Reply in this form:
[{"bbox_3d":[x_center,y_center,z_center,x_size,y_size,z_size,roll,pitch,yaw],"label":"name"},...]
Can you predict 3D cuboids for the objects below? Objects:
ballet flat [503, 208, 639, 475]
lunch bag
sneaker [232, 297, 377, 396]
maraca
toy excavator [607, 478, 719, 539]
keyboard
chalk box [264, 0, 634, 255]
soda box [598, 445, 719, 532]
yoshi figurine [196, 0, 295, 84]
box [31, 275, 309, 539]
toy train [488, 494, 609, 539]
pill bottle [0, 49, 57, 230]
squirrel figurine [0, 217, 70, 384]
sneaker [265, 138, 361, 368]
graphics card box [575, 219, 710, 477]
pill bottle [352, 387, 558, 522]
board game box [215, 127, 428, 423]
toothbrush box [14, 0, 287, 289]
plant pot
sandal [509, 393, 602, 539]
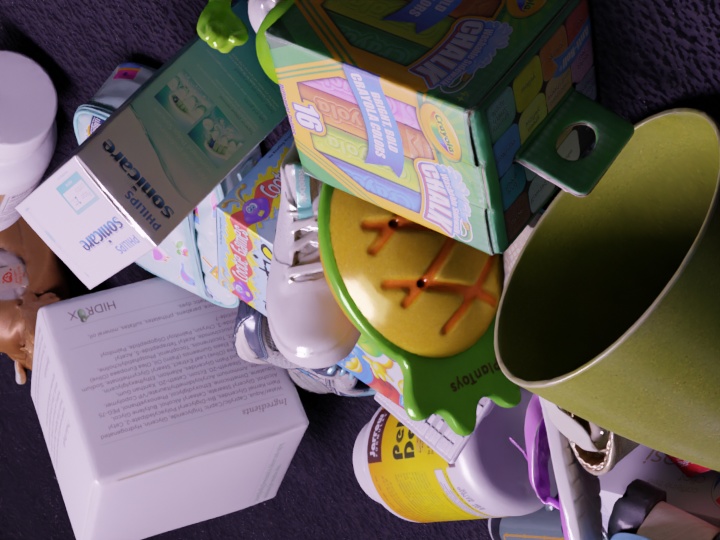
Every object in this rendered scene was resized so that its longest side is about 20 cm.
[{"bbox_3d":[0.135,0.052,1.128,0.067,0.062,0.201,6,134,49],"label":"ballet flat"},{"bbox_3d":[-0.146,-0.067,1.421,0.159,0.077,0.201,28,149,26],"label":"lunch bag"},{"bbox_3d":[-0.031,0.054,1.418,0.085,0.079,0.200,11,169,28],"label":"sneaker"},{"bbox_3d":[0.043,0.007,1.138,0.107,0.136,0.202,-24,91,58],"label":"maraca"},{"bbox_3d":[0.184,0.276,1.191,0.099,0.200,0.196,25,149,30],"label":"toy excavator"},{"bbox_3d":[0.053,0.099,1.343,0.011,0.056,0.200,38,178,-18],"label":"keyboard"},{"bbox_3d":[0.064,-0.106,1.041,0.199,0.125,0.125,23,148,30],"label":"chalk box"},{"bbox_3d":[0.256,0.167,1.233,0.199,0.068,0.064,8,138,48],"label":"soda box"},{"bbox_3d":[-0.061,-0.193,1.103,0.112,0.112,0.201,-5,130,47],"label":"yoshi figurine"},{"bbox_3d":[-0.175,0.122,1.545,0.199,0.198,0.173,115,137,-61],"label":"box"},{"bbox_3d":[0.183,0.232,1.419,0.199,0.085,0.115,-7,114,58],"label":"toy train"},{"bbox_3d":[-0.333,-0.115,1.559,0.114,0.114,0.200,43,153,-3],"label":"pill bottle"},{"bbox_3d":[-0.333,0.061,1.794,0.199,0.142,0.187,35,158,18],"label":"squirrel figurine"},{"bbox_3d":[-0.034,-0.033,1.196,0.074,0.202,0.089,-3,147,10],"label":"sneaker"},{"bbox_3d":[0.193,0.043,1.159,0.200,0.051,0.125,44,153,-4],"label":"graphics card box"},{"bbox_3d":[0.074,0.145,1.399,0.109,0.109,0.199,49,152,-13],"label":"pill bottle"},{"bbox_3d":[0.000,0.000,1.294,0.199,0.105,0.103,32,151,17],"label":"board game box"},{"bbox_3d":[-0.132,-0.094,1.232,0.085,0.200,0.146,47,153,-11],"label":"toothbrush box"},{"bbox_3d":[0.213,0.039,1.022,0.199,0.189,0.187,35,156,-20],"label":"plant pot"},{"bbox_3d":[0.130,0.110,1.224,0.049,0.205,0.082,-16,159,20],"label":"sandal"}]
